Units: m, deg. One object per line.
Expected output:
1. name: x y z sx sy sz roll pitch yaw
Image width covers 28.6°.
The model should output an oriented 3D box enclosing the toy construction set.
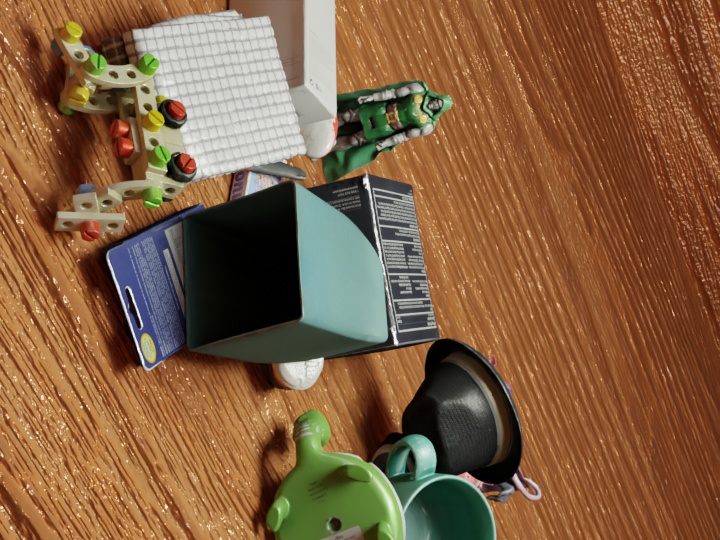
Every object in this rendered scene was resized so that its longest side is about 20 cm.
1. toy construction set: -0.224 -0.122 1.300 0.130 0.092 0.202 13 65 -38

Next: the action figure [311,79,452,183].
1. action figure: 0.024 -0.188 1.766 0.055 0.198 0.119 -38 111 -63

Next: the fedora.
1. fedora: 0.110 0.187 1.722 0.091 0.200 0.202 -27 106 -29

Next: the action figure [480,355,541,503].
1. action figure: 0.178 0.213 1.983 0.134 0.148 0.202 36 60 -47

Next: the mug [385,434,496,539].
1. mug: 0.073 0.302 1.682 0.151 0.114 0.187 26 72 -29

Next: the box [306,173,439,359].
1. box: 0.000 0.000 1.694 0.200 0.122 0.201 3 75 -72

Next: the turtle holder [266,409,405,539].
1. turtle holder: -0.033 0.259 1.525 0.185 0.141 0.132 39 3 12

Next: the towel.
1. towel: -0.163 -0.176 1.457 0.199 0.085 0.167 -20 95 -49

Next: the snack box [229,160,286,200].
1. snack box: -0.120 -0.068 1.602 0.072 0.024 0.202 51 34 -43

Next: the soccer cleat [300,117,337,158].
1. soccer cleat: -0.070 -0.232 1.735 0.085 0.068 0.202 66 16 -62

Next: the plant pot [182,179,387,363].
1. plant pot: -0.062 0.020 1.439 0.199 0.140 0.143 24 56 -53

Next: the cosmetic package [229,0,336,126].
1. cosmetic package: -0.092 -0.271 1.664 0.081 0.112 0.202 40 45 -53

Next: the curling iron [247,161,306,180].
1. curling iron: -0.125 -0.132 1.574 0.199 0.025 0.050 19 60 -47

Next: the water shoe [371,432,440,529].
1. water shoe: 0.078 0.299 1.793 0.079 0.071 0.202 -55 128 -62

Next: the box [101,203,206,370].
1. box: -0.192 0.015 1.391 0.200 0.032 0.122 -36 111 -65

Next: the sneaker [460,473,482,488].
1. sneaker: 0.125 0.293 1.880 0.074 0.086 0.202 23 58 -60

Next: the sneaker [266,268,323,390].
1. sneaker: -0.082 0.038 1.578 0.076 0.082 0.202 15 70 -23
